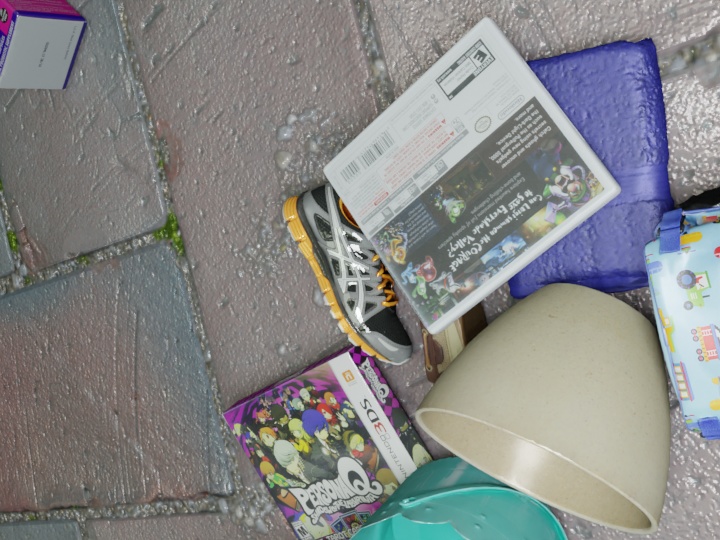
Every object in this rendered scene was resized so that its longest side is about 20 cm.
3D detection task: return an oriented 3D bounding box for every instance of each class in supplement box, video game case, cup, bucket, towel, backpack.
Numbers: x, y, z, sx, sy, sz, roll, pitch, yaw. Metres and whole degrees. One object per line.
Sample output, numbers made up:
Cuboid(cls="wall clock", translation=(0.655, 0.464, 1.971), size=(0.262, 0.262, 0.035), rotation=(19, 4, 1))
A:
Cuboid(cls="supplement box", translation=(-0.452, -0.326, 1.133), size=(0.200, 0.103, 0.102), rotation=(44, 121, 24))
Cuboid(cls="video game case", translation=(0.085, -0.077, 0.760), size=(0.200, 0.023, 0.182), rotation=(-40, 74, 23))
Cuboid(cls="cup", translation=(0.162, 0.096, 0.716), size=(0.199, 0.200, 0.144), rotation=(16, 69, 33))
Cuboid(cls="bucket", translation=(0.086, 0.277, 0.808), size=(0.206, 0.135, 0.209), rotation=(8, 112, 22))
Cuboid(cls="video game case", translation=(-0.029, 0.188, 0.938), size=(0.199, 0.036, 0.182), rotation=(-28, 94, 35))
Cuboid(cls="towel", translation=(0.186, -0.080, 0.753), size=(0.147, 0.049, 0.202), rotation=(-5, 95, 29))
Cuboid(cls="backpack", translation=(0.318, 0.022, 0.620), size=(0.199, 0.134, 0.184), rotation=(-9, 94, 34))

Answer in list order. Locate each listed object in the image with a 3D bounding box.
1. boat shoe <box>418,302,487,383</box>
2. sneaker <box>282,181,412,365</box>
Cuboid(cls="boat shoe", translation=(0.067, 0.010, 0.838), size=(0.072, 0.072, 0.202), rotation=(-8, 100, 35))
Cuboid(cls="sneaker", translation=(0.000, 0.000, 0.884), size=(0.077, 0.078, 0.201), rotation=(-32, 86, 15))
